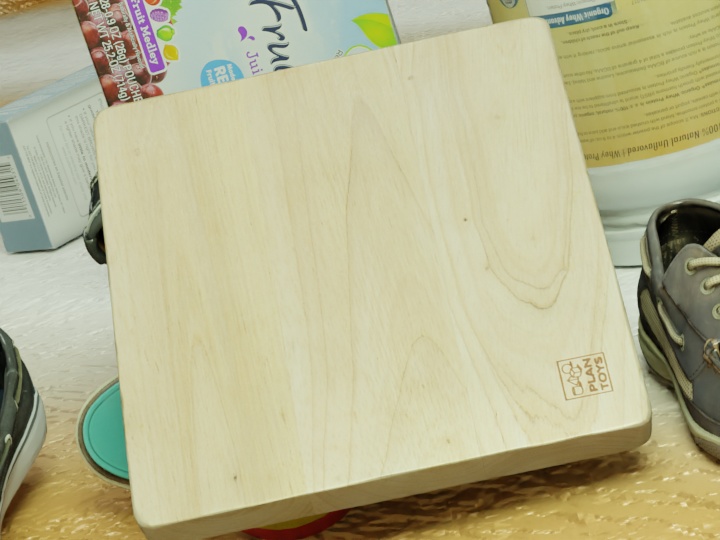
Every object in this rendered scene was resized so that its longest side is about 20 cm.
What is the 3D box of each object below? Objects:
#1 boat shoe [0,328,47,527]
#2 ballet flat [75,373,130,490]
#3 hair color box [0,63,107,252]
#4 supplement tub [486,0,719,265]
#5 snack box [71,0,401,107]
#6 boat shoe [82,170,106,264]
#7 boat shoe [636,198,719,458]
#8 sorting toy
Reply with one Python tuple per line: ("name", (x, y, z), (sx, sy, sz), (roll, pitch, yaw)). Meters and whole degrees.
("boat shoe", (-0.182, 0.088, 0.885), (0.069, 0.067, 0.200), (-4, 28, 12))
("ballet flat", (-0.026, 0.054, 0.903), (0.199, 0.070, 0.070), (-15, 16, 3))
("hair color box", (-0.191, -0.098, 1.510), (0.060, 0.100, 0.200), (-3, 21, 44))
("supplement tub", (0.142, -0.118, 1.020), (0.144, 0.201, 0.145), (-16, 15, 4))
("snack box", (-0.053, -0.092, 1.149), (0.167, 0.201, 0.068), (-17, 16, 2))
("boat shoe", (-0.037, -0.042, 0.940), (0.199, 0.072, 0.068), (-10, 35, 23))
("boat shoe", (0.147, 0.018, 0.788), (0.074, 0.074, 0.200), (-20, 16, -8))
("sorting toy", (0.002, 0.012, 0.832), (0.197, 0.070, 0.201), (-12, 57, 2))
